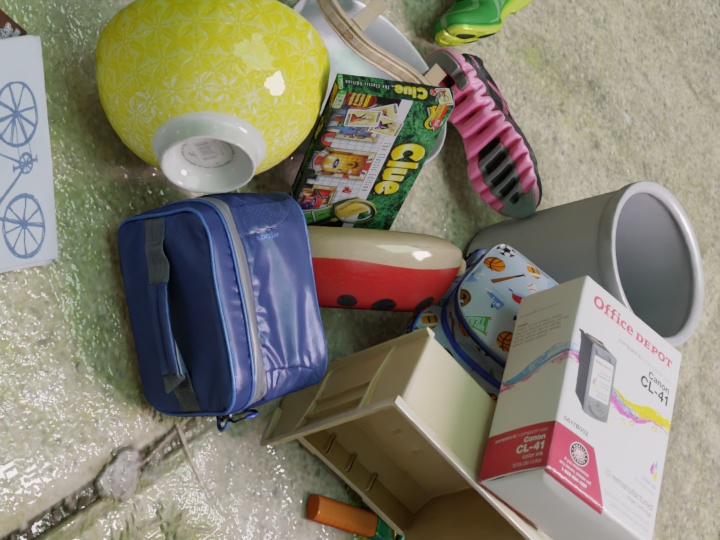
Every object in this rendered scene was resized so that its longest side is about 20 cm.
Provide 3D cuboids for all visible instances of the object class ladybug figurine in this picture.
[{"bbox_3d":[0.000,0.000,1.380,0.199,0.136,0.072,3,87,-5],"label":"ladybug figurine"}]

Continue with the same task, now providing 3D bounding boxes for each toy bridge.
[{"bbox_3d":[0.002,-0.236,1.412,0.200,0.027,0.067,48,40,-7],"label":"toy bridge"}]

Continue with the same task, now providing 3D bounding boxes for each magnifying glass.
[{"bbox_3d":[0.027,0.254,1.459,0.199,0.022,0.080,24,64,-37],"label":"magnifying glass"}]

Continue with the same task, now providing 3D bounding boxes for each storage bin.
[{"bbox_3d":[0.043,0.170,1.347,0.200,0.198,0.094,45,48,-21],"label":"storage bin"}]

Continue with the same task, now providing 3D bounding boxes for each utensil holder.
[{"bbox_3d":[0.232,0.009,1.567,0.169,0.199,0.171,13,72,-44],"label":"utensil holder"}]

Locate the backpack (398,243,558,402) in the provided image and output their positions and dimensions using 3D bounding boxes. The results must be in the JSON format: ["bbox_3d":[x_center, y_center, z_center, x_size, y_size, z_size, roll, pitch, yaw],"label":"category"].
[{"bbox_3d":[0.125,0.085,1.440,0.200,0.154,0.190,37,54,12],"label":"backpack"}]

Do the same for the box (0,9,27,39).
[{"bbox_3d":[-0.357,-0.147,1.143,0.137,0.039,0.201,41,58,-32],"label":"box"}]

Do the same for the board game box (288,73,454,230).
[{"bbox_3d":[0.003,-0.099,1.322,0.104,0.200,0.024,3,57,-16],"label":"board game box"}]

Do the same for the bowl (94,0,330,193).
[{"bbox_3d":[-0.124,-0.130,1.237,0.200,0.200,0.108,29,47,-37],"label":"bowl"}]

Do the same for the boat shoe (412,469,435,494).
[{"bbox_3d":[0.104,0.156,1.522,0.200,0.072,0.065,-41,132,-48],"label":"boat shoe"}]

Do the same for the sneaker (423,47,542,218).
[{"bbox_3d":[0.142,-0.150,1.585,0.095,0.079,0.201,-18,79,-59],"label":"sneaker"}]

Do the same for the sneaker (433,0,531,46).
[{"bbox_3d":[0.128,-0.301,1.616,0.200,0.074,0.084,-47,118,-48],"label":"sneaker"}]

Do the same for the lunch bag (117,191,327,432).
[{"bbox_3d":[-0.125,0.037,1.270,0.132,0.135,0.201,-12,93,-44],"label":"lunch bag"}]

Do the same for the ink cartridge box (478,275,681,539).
[{"bbox_3d":[0.197,0.129,1.310,0.147,0.085,0.201,37,53,-28],"label":"ink cartridge box"}]

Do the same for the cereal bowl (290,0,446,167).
[{"bbox_3d":[-0.017,-0.163,1.425,0.199,0.083,0.201,27,45,-31],"label":"cereal bowl"}]

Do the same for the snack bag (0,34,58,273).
[{"bbox_3d":[-0.307,-0.080,1.141,0.200,0.021,0.190,-20,111,-58],"label":"snack bag"}]
